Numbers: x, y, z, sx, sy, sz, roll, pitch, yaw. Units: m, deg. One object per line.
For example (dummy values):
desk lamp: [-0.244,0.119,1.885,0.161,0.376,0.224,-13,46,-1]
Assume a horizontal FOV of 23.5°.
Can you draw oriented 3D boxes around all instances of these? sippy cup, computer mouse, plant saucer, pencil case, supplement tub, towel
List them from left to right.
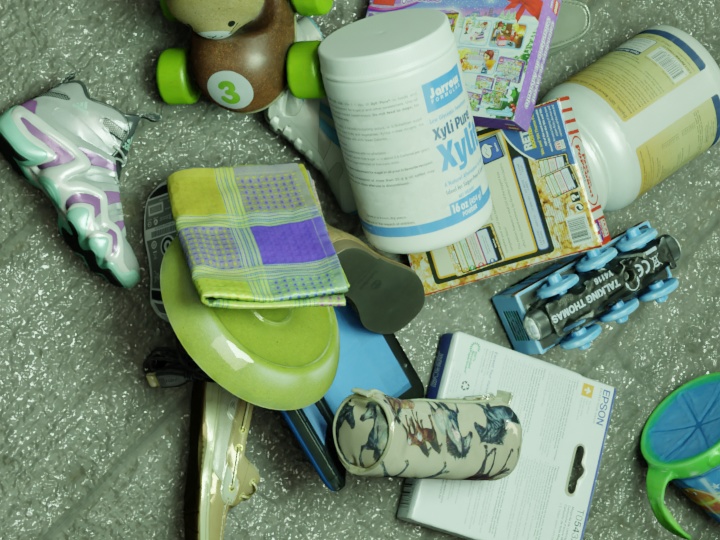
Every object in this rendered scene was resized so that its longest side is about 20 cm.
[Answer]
computer mouse: [-0.164,0.011,1.643,0.044,0.109,0.202,9,73,-47]
towel: [-0.096,-0.035,1.572,0.142,0.201,0.023,-1,128,-14]
plant saucer: [-0.092,0.033,1.589,0.199,0.031,0.201,27,42,-27]
supplement tub: [0.043,-0.130,1.629,0.131,0.132,0.201,-26,117,-23]
pencil case: [0.065,0.155,1.656,0.199,0.077,0.090,7,84,-42]
supplement tub: [0.272,-0.151,1.808,0.199,0.144,0.145,-33,98,-22]
sippy cup: [0.388,0.200,1.842,0.177,0.140,0.130,-34,114,17]

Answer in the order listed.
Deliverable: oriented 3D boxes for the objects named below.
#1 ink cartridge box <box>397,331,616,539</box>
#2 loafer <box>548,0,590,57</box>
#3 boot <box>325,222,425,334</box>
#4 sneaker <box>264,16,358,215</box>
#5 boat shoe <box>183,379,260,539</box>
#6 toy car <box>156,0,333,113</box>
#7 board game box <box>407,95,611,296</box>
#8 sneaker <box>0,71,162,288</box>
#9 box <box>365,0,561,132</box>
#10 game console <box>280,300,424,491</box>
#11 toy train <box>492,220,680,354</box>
ink cartridge box: [0.152,0.186,1.783,0.199,0.043,0.198,20,77,-22]
loafer: [0.160,-0.250,1.809,0.199,0.070,0.071,-16,92,-23]
boot: [0.000,0.000,1.687,0.074,0.076,0.200,-45,145,3]
sneaker: [-0.049,-0.146,1.717,0.080,0.077,0.201,-22,93,-7]
boat shoe: [-0.128,0.191,1.646,0.066,0.074,0.202,6,83,-17]
toy car: [-0.131,-0.236,1.585,0.163,0.200,0.159,-1,84,16]
board game box: [0.132,-0.072,1.727,0.199,0.046,0.153,-15,93,22]
sneaker: [-0.234,-0.095,1.624,0.140,0.078,0.201,-39,101,-20]
box: [0.089,-0.217,1.714,0.039,0.199,0.138,27,76,-57]
game console: [-0.027,0.086,1.680,0.118,0.171,0.201,-30,98,5]
toy train: [0.238,0.017,1.795,0.199,0.114,0.087,-29,100,-22]
